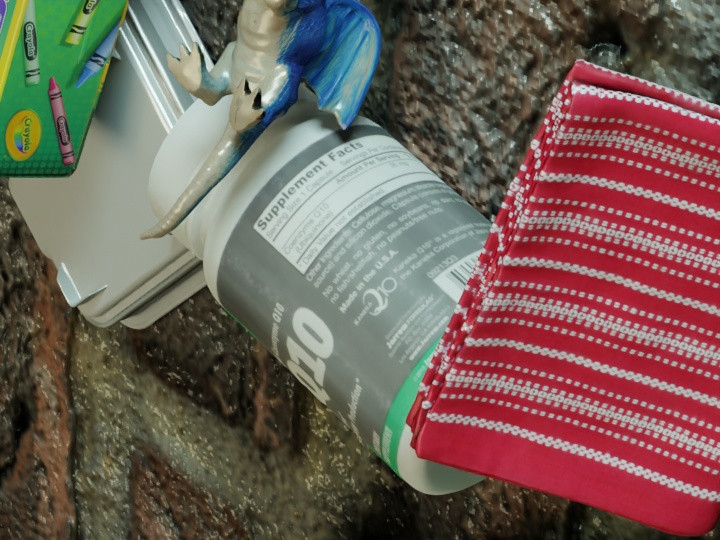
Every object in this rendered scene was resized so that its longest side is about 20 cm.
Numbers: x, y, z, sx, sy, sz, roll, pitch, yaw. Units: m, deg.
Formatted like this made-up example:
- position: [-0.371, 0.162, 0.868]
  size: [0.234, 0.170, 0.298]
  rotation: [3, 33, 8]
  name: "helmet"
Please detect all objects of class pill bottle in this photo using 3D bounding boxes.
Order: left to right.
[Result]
- position: [0.000, 0.000, 1.160]
  size: [0.200, 0.113, 0.113]
  rotation: [42, 138, 27]
  name: "pill bottle"

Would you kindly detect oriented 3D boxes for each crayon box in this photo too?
- position: [-0.165, -0.160, 1.260]
  size: [0.119, 0.058, 0.200]
  rotation: [55, 136, 41]
  name: "crayon box"

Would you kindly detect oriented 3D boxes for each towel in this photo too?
- position: [0.115, 0.019, 1.021]
  size: [0.144, 0.023, 0.200]
  rotation: [18, 125, -7]
  name: "towel"

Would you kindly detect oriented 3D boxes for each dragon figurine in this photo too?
- position: [-0.030, -0.098, 1.116]
  size: [0.059, 0.099, 0.200]
  rotation: [25, 106, 32]
  name: "dragon figurine"

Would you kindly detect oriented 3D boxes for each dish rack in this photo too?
- position: [-0.136, -0.060, 1.349]
  size: [0.200, 0.043, 0.172]
  rotation: [-33, 84, 54]
  name: "dish rack"
